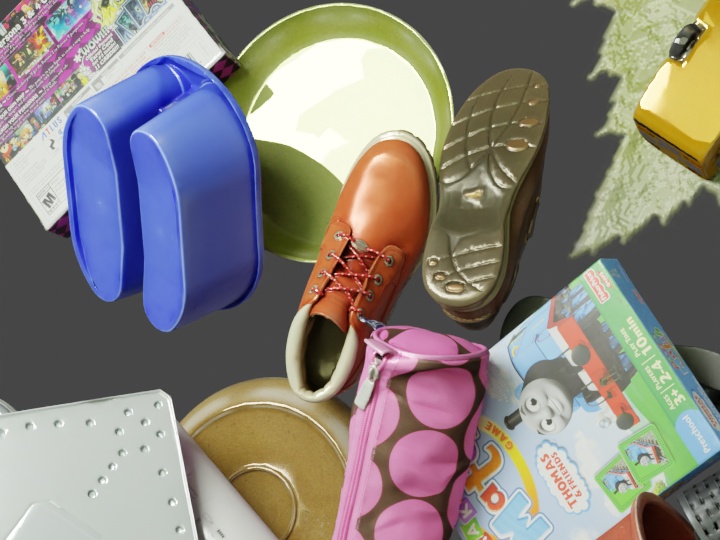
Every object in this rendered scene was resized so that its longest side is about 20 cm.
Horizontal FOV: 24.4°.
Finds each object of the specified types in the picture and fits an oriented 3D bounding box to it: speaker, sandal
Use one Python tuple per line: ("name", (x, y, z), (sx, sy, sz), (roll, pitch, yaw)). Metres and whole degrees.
("speaker", (-0.100, 0.201, 1.175), (0.081, 0.081, 0.200), (-46, 70, 4))
("sandal", (0.185, 0.073, 1.156), (0.198, 0.045, 0.076), (21, 86, 21))

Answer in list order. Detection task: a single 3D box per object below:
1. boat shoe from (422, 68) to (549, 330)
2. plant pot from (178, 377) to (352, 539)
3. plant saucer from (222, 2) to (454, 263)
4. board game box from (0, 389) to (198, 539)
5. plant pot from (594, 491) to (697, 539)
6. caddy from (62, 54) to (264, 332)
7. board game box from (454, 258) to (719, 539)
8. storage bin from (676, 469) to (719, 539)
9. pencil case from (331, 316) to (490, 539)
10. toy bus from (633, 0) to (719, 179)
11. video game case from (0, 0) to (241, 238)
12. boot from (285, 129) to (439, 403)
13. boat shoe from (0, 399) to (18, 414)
("boat shoe", (0.094, -0.051, 1.202), (0.071, 0.068, 0.202), (7, 64, 22))
("plant pot", (-0.073, 0.178, 1.229), (0.197, 0.027, 0.203), (-4, 78, 17))
("plant saucer", (-0.020, -0.102, 1.267), (0.197, 0.031, 0.203), (-4, 78, 18))
("board game box", (-0.208, 0.191, 1.109), (0.197, 0.026, 0.202), (-8, 67, -14))
("plant pot", (0.151, 0.278, 1.056), (0.194, 0.200, 0.202), (-34, 71, 17))
("caddy", (-0.137, -0.056, 1.223), (0.141, 0.104, 0.202), (25, 128, 36))
("board game box", (0.136, 0.113, 1.141), (0.200, 0.036, 0.152), (-42, 68, 25))
("storage bin", (0.291, 0.209, 1.044), (0.093, 0.135, 0.201), (-33, 71, 9))
("pencil case", (0.024, 0.138, 1.135), (0.090, 0.093, 0.203), (18, 104, 37))
("toy bus", (0.273, -0.167, 1.159), (0.065, 0.078, 0.201), (36, 91, 22))
("video game case", (-0.215, -0.158, 1.325), (0.200, 0.036, 0.182), (-44, 63, 9))
("boot", (0.000, 0.000, 1.174), (0.074, 0.107, 0.202), (19, 100, 8))
("boat shoe", (-0.251, 0.171, 1.264), (0.201, 0.071, 0.070), (43, 94, 21))
